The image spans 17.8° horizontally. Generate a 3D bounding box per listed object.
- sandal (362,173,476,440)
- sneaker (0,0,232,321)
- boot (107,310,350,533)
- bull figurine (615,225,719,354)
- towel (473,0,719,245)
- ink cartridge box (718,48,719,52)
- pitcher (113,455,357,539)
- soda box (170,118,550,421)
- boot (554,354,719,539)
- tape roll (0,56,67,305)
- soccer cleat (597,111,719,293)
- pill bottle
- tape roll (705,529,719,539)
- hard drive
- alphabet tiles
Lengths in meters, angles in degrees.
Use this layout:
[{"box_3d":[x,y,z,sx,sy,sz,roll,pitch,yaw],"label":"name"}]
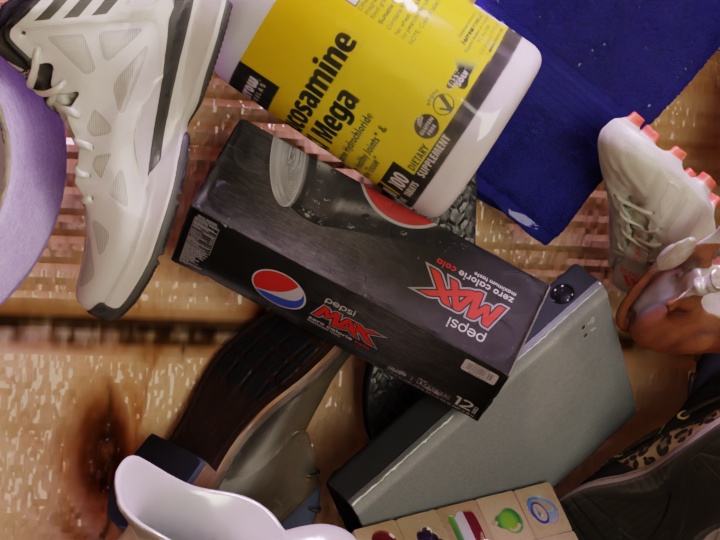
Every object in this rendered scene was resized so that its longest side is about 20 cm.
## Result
[{"box_3d":[0.036,0.015,1.362,0.074,0.045,0.202,-2,104,-20],"label":"sandal"},{"box_3d":[-0.145,-0.080,1.190,0.114,0.076,0.202,14,99,-16],"label":"sneaker"},{"box_3d":[-0.052,0.099,1.330,0.200,0.075,0.097,-45,130,-12],"label":"boot"},{"box_3d":[0.251,0.011,1.353,0.198,0.122,0.066,-7,64,-18],"label":"bull figurine"},{"box_3d":[0.119,-0.129,1.354,0.147,0.050,0.200,34,104,-29],"label":"towel"},{"box_3d":[0.271,-0.250,1.425,0.200,0.083,0.146,-43,114,-16],"label":"ink cartridge box"},{"box_3d":[-0.100,0.209,1.258,0.170,0.122,0.201,15,118,-31],"label":"pitcher"},{"box_3d":[0.000,0.000,1.281,0.199,0.063,0.071,28,59,-1],"label":"soda box"},{"box_3d":[0.204,0.109,1.428,0.073,0.200,0.151,46,38,-6],"label":"boot"},{"box_3d":[-0.257,-0.060,1.198,0.198,0.066,0.202,-4,100,-26],"label":"tape roll"},{"box_3d":[0.177,-0.024,1.378,0.078,0.069,0.200,-45,149,-2],"label":"soccer cleat"},{"box_3d":[-0.010,-0.127,1.260,0.199,0.112,0.113,33,81,-1],"label":"pill bottle"},{"box_3d":[0.267,0.165,1.414,0.200,0.200,0.066,-45,114,-14],"label":"tape roll"},{"box_3d":[0.075,0.104,1.367,0.200,0.033,0.140,-40,143,-14],"label":"hard drive"},{"box_3d":[0.095,0.224,1.313,0.166,0.008,0.201,-7,66,-43],"label":"alphabet tiles"}]
